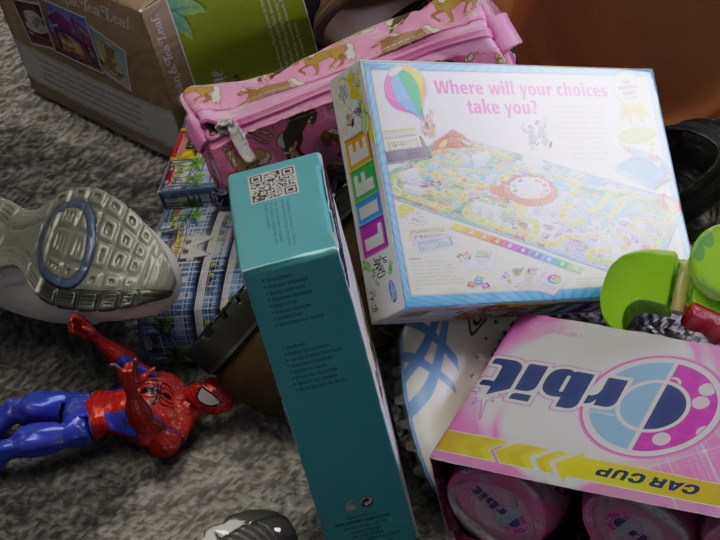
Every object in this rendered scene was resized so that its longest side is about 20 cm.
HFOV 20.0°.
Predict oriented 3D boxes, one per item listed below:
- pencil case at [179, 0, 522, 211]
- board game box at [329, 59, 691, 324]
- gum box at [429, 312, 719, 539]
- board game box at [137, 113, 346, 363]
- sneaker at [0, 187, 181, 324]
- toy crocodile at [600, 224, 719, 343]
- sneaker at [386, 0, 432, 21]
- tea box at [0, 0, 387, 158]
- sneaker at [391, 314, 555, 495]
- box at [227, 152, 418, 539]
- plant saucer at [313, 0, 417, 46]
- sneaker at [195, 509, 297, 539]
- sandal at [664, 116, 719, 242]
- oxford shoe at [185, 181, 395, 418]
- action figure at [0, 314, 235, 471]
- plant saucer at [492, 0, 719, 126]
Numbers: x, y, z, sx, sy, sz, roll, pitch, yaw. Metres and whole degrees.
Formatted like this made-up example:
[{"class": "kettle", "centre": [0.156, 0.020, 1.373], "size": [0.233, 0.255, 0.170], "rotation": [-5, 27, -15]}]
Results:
[{"class": "pencil case", "centre": [-0.002, -0.102, 1.187], "size": [0.199, 0.083, 0.087], "rotation": [-20, 33, 6]}, {"class": "board game box", "centre": [0.086, -0.043, 1.106], "size": [0.199, 0.135, 0.034], "rotation": [-2, -14, -32]}, {"class": "gum box", "centre": [0.150, 0.095, 1.021], "size": [0.199, 0.066, 0.114], "rotation": [9, 44, 29]}, {"class": "board game box", "centre": [-0.023, -0.035, 1.247], "size": [0.199, 0.062, 0.200], "rotation": [-5, 40, 15]}, {"class": "sneaker", "centre": [-0.170, -0.002, 1.216], "size": [0.199, 0.087, 0.075], "rotation": [10, 71, 44]}, {"class": "toy crocodile", "centre": [0.225, 0.022, 1.068], "size": [0.199, 0.068, 0.062], "rotation": [12, 76, 2]}, {"class": "sneaker", "centre": [0.062, -0.159, 1.299], "size": [0.199, 0.087, 0.074], "rotation": [-25, 74, 31]}, {"class": "tea box", "centre": [-0.123, -0.200, 1.424], "size": [0.196, 0.134, 0.200], "rotation": [-37, 42, -25]}, {"class": "sneaker", "centre": [0.066, 0.039, 1.117], "size": [0.072, 0.072, 0.200], "rotation": [-6, 40, 23]}, {"class": "box", "centre": [-0.017, 0.047, 1.032], "size": [0.049, 0.201, 0.082], "rotation": [-14, 38, 2]}, {"class": "plant saucer", "centre": [0.056, -0.204, 1.345], "size": [0.199, 0.030, 0.200], "rotation": [-24, -6, -2]}, {"class": "sneaker", "centre": [-0.080, 0.202, 0.979], "size": [0.090, 0.067, 0.200], "rotation": [22, 55, 34]}, {"class": "sandal", "centre": [0.173, -0.053, 1.188], "size": [0.199, 0.048, 0.076], "rotation": [-6, 79, 22]}, {"class": "oxford shoe", "centre": [0.000, 0.000, 1.140], "size": [0.200, 0.084, 0.073], "rotation": [-47, 2, 2]}, {"class": "action figure", "centre": [-0.172, 0.068, 1.149], "size": [0.199, 0.099, 0.065], "rotation": [-7, 43, 7]}, {"class": "plant saucer", "centre": [0.167, -0.145, 1.199], "size": [0.199, 0.201, 0.038], "rotation": [-2, 34, 18]}]
